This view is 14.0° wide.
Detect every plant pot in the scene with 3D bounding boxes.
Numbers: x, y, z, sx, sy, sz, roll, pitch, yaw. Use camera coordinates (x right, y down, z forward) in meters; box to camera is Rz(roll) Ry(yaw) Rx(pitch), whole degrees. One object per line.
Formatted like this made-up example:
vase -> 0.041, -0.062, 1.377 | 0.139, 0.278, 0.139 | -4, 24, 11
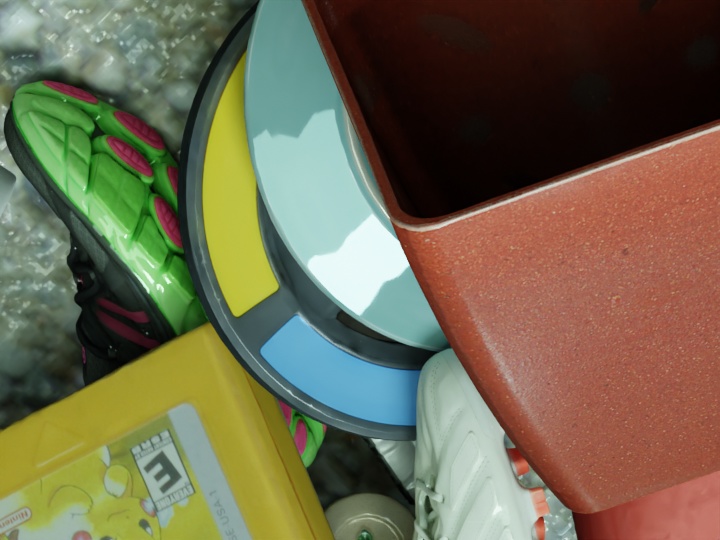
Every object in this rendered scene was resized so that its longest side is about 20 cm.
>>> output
plant pot -> 0.102, -0.035, 1.038 | 0.199, 0.200, 0.177 | -18, 129, -2

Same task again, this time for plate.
plate -> 0.048, -0.067, 1.150 | 0.199, 0.026, 0.201 | 0, 91, -26

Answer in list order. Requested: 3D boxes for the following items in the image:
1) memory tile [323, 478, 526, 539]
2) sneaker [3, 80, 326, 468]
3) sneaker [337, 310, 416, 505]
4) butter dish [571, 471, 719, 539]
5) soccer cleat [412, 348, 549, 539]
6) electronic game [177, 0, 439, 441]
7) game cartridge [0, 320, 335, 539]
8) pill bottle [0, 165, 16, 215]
memory tile -> 0.018, 0.189, 1.206 | 0.153, 0.017, 0.201 | -11, 86, -8
sneaker -> -0.095, 0.013, 1.223 | 0.084, 0.077, 0.200 | -27, 101, 25
sneaker -> 0.000, 0.000, 1.227 | 0.080, 0.074, 0.200 | -34, 113, 0
butter dish -> 0.162, 0.111, 1.175 | 0.199, 0.199, 0.148 | -1, 84, 2
soccer cleat -> 0.041, 0.131, 1.157 | 0.077, 0.069, 0.201 | -13, 104, -2
electronic game -> 0.021, -0.032, 1.174 | 0.199, 0.042, 0.201 | -1, 92, -23
game cartridge -> -0.085, 0.145, 1.180 | 0.176, 0.032, 0.201 | -28, 78, 22
pill bottle -> -0.244, -0.055, 1.180 | 0.200, 0.112, 0.112 | 32, 111, -11
